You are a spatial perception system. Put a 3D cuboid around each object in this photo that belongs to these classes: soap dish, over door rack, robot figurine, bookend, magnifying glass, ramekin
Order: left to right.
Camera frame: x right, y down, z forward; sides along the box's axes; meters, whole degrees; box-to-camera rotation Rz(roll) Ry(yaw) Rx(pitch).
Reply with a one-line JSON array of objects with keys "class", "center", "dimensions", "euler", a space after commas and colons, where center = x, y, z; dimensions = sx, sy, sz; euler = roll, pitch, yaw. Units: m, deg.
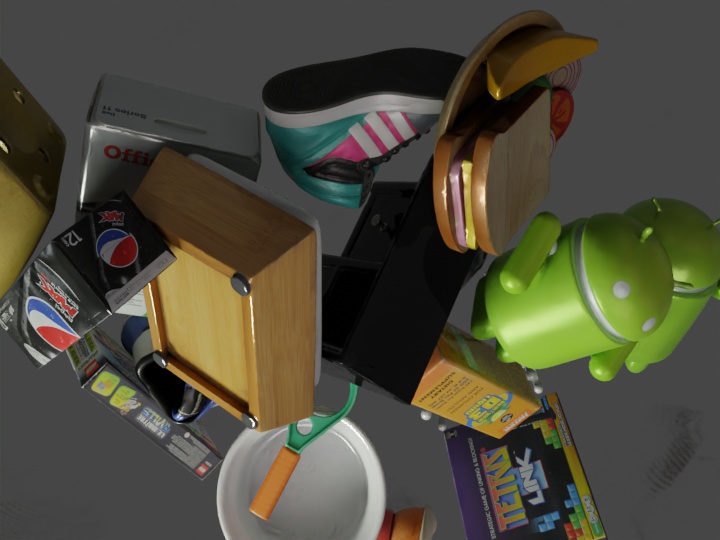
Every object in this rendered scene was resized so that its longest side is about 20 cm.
[{"class": "soap dish", "center": [-0.106, 0.023, 0.612], "dimensions": [0.155, 0.081, 0.203], "euler": [28, 136, 25]}, {"class": "magnifying glass", "center": [-0.068, 0.186, 0.880], "dimensions": [0.078, 0.203, 0.022], "euler": [28, 171, 4]}, {"class": "ramekin", "center": [-0.068, 0.266, 0.925], "dimensions": [0.195, 0.206, 0.098], "euler": [-7, 170, -2]}, {"class": "bookend", "center": [0.000, 0.000, 0.746], "dimensions": [0.091, 0.197, 0.203], "euler": [34, 76, -33]}, {"class": "over door rack", "center": [0.124, 0.110, 0.899], "dimensions": [0.145, 0.067, 0.201], "euler": [-22, 132, 11]}, {"class": "robot figurine", "center": [0.196, 0.020, 0.712], "dimensions": [0.198, 0.117, 0.175], "euler": [-24, 125, 40]}, {"class": "robot figurine", "center": [0.301, 0.013, 0.802], "dimensions": [0.171, 0.117, 0.203], "euler": [11, 131, -2]}]

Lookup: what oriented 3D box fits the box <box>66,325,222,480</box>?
[{"class": "box", "center": [-0.238, 0.141, 0.843], "dimensions": [0.035, 0.110, 0.201], "euler": [-42, 130, -7]}]

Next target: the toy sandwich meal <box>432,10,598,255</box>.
[{"class": "toy sandwich meal", "center": [0.132, -0.110, 0.633], "dimensions": [0.203, 0.070, 0.209], "euler": [-29, 133, -35]}]

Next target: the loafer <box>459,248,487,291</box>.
[{"class": "loafer", "center": [0.054, 0.031, 0.814], "dimensions": [0.199, 0.074, 0.072], "euler": [-36, 152, 25]}]

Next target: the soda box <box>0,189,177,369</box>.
[{"class": "soda box", "center": [-0.220, 0.014, 0.594], "dimensions": [0.064, 0.071, 0.199], "euler": [51, 142, -10]}]

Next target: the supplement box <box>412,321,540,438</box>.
[{"class": "supplement box", "center": [0.106, 0.111, 0.790], "dimensions": [0.066, 0.070, 0.198], "euler": [-41, 140, 20]}]

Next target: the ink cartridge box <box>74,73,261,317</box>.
[{"class": "ink cartridge box", "center": [-0.178, -0.056, 0.691], "dimensions": [0.143, 0.084, 0.202], "euler": [11, 130, -18]}]

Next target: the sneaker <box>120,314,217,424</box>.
[{"class": "sneaker", "center": [-0.165, 0.123, 0.824], "dimensions": [0.197, 0.116, 0.081], "euler": [25, 108, -28]}]

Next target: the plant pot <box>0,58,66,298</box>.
[{"class": "plant pot", "center": [-0.343, -0.072, 0.590], "dimensions": [0.197, 0.198, 0.196], "euler": [-26, 131, 7]}]

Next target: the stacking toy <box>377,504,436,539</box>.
[{"class": "stacking toy", "center": [0.008, 0.403, 1.134], "dimensions": [0.195, 0.148, 0.148], "euler": [12, 133, 7]}]

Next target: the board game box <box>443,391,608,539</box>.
[{"class": "board game box", "center": [0.203, 0.273, 0.968], "dimensions": [0.162, 0.203, 0.057], "euler": [-21, 135, 11]}]

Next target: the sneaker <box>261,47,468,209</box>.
[{"class": "sneaker", "center": [0.014, -0.115, 0.668], "dimensions": [0.195, 0.085, 0.122], "euler": [-9, 141, -11]}]
